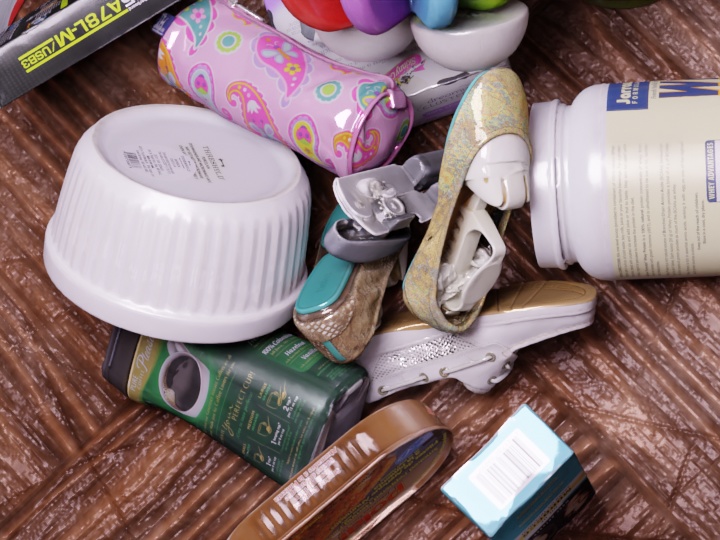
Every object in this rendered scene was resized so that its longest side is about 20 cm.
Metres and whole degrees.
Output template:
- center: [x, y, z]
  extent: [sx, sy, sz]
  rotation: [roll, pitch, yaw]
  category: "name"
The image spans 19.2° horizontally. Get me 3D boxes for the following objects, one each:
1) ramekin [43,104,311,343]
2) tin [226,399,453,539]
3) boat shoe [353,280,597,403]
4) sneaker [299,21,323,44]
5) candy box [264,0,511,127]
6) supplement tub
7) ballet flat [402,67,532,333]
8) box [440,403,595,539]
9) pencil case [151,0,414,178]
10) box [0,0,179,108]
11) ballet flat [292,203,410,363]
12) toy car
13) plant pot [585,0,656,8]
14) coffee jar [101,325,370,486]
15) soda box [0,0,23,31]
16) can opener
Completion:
- center: [-0.129, -0.042, 1.579]
  extent: [0.200, 0.200, 0.105]
  rotation: [23, 120, 16]
  category: "ramekin"
- center: [-0.019, 0.171, 1.562]
  extent: [0.200, 0.112, 0.042]
  rotation: [-40, 63, -1]
  category: "tin"
- center: [0.087, 0.057, 1.593]
  extent: [0.200, 0.071, 0.069]
  rotation: [-12, 101, 20]
  category: "boat shoe"
- center: [-0.079, -0.265, 1.591]
  extent: [0.120, 0.084, 0.201]
  rotation: [-6, 97, -3]
  category: "sneaker"
- center: [0.014, -0.211, 1.669]
  extent: [0.167, 0.072, 0.200]
  rotation: [-18, 73, 7]
  category: "candy box"
- center: [0.228, -0.066, 1.551]
  extent: [0.199, 0.145, 0.145]
  rotation: [-2, 76, 11]
  category: "supplement tub"
- center: [0.086, -0.043, 1.508]
  extent: [0.071, 0.071, 0.200]
  rotation: [27, 116, 16]
  category: "ballet flat"
- center: [0.113, 0.154, 1.490]
  extent: [0.082, 0.200, 0.049]
  rotation: [-45, 73, -2]
  category: "box"
- center: [-0.059, -0.138, 1.585]
  extent: [0.200, 0.087, 0.088]
  rotation: [30, 84, 27]
  category: "pencil case"
- center: [-0.202, -0.204, 1.650]
  extent: [0.193, 0.200, 0.048]
  rotation: [-29, 104, 1]
  category: "box"
- center: [0.000, 0.000, 1.602]
  extent: [0.070, 0.065, 0.200]
  rotation: [-12, 31, 30]
  category: "ballet flat"
- center: [0.016, -0.220, 1.469]
  extent: [0.200, 0.150, 0.175]
  rotation: [10, 117, 34]
  category: "toy car"
- center: [0.189, -0.289, 1.589]
  extent: [0.200, 0.193, 0.201]
  rotation: [-3, 76, 11]
  category: "plant pot"
- center: [-0.098, 0.078, 1.604]
  extent: [0.200, 0.085, 0.104]
  rotation: [28, 120, 16]
  category: "coffee jar"
- center: [-0.313, -0.241, 1.744]
  extent: [0.063, 0.068, 0.200]
  rotation: [25, 82, 18]
  category: "soda box"
- center: [0.044, -0.052, 1.581]
  extent: [0.053, 0.200, 0.067]
  rotation: [52, 126, 17]
  category: "can opener"
